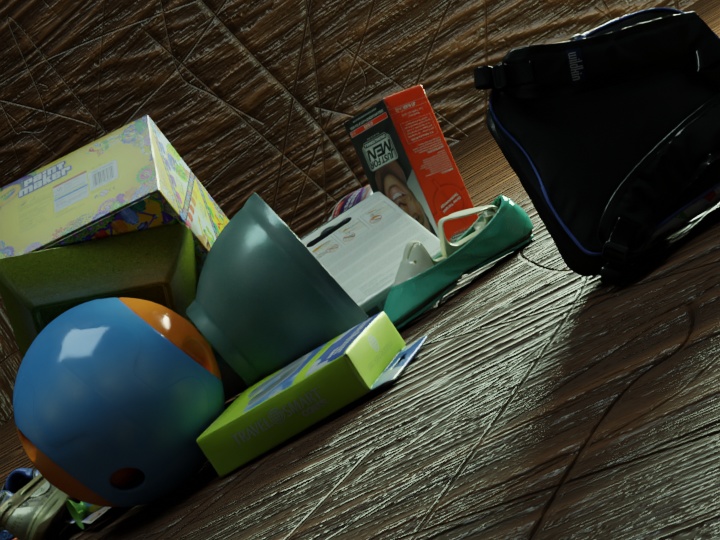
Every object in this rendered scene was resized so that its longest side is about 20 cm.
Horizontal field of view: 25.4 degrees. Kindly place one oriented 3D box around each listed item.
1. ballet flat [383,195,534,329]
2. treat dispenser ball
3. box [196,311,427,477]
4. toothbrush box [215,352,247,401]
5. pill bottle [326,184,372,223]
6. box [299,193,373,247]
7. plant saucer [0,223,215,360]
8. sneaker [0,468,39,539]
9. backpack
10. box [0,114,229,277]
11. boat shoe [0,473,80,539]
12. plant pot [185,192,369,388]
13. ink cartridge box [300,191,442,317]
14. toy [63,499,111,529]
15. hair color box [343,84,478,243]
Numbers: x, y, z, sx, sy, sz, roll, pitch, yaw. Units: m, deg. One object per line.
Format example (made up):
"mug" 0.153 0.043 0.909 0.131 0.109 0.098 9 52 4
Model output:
"ballet flat" 0.087 -0.014 1.657 0.200 0.070 0.067 -34 6 -13
"treat dispenser ball" -0.230 0.126 1.529 0.201 0.201 0.201 -32 5 3
"box" -0.044 0.107 1.456 0.200 0.048 0.122 -31 6 24
"toothbrush box" -0.147 0.065 1.827 0.146 0.085 0.200 -32 -19 2
"pill bottle" 0.023 -0.066 2.256 0.111 0.111 0.200 -35 6 -23
"box" -0.006 -0.022 2.072 0.200 0.104 0.148 -30 6 22
"plant saucer" -0.255 0.056 1.631 0.200 0.200 0.048 -12 45 -5
"sneaker" -0.359 0.250 1.801 0.075 0.078 0.200 -30 6 16
"backpack" 0.214 -0.105 1.257 0.190 0.200 0.154 -29 -8 0
"box" -0.256 -0.023 1.676 0.200 0.193 0.122 -25 45 10
"boat shoe" -0.326 0.225 1.735 0.200 0.063 0.073 -56 -11 -63
"plant pot" -0.087 0.041 1.588 0.134 0.200 0.200 -43 6 -2
"ink cartridge box" 0.000 0.000 1.775 0.162 0.050 0.200 -33 28 -8
"toy" -0.222 0.196 1.673 0.200 0.047 0.115 -36 7 -24
"hair color box" 0.064 -0.102 1.848 0.061 0.200 0.101 -24 0 -31
